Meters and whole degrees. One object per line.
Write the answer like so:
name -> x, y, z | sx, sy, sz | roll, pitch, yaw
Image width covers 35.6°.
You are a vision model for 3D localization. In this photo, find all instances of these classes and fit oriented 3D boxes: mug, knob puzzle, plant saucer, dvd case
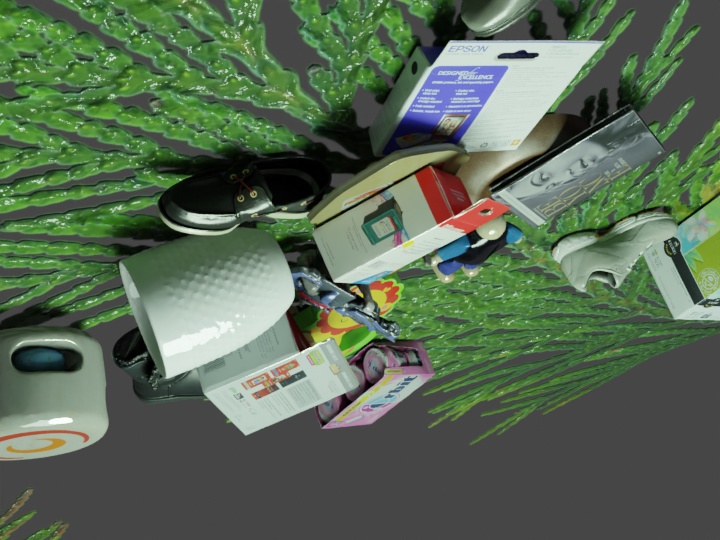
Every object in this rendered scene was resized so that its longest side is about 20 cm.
mug -> -0.181, 0.026, 1.336 | 0.174, 0.149, 0.200 | -22, -174, -17
knob puzzle -> 0.029, -0.103, 1.255 | 0.218, 0.031, 0.220 | -23, 169, -5
plant saucer -> 0.209, -0.124, 1.428 | 0.199, 0.037, 0.201 | -16, 154, -8
dvd case -> 0.274, -0.126, 1.412 | 0.199, 0.016, 0.148 | -31, 153, 20

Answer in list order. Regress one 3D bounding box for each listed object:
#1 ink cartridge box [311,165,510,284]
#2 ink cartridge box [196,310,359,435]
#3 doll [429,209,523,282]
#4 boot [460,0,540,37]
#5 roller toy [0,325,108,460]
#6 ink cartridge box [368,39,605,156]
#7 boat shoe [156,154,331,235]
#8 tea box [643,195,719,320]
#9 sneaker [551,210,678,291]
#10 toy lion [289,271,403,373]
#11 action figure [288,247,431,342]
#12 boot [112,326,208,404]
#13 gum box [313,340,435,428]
ink cartridge box -> 0.059, -0.057, 1.276 | 0.199, 0.068, 0.116 | -28, 169, 18
ink cartridge box -> -0.108, 0.121, 1.459 | 0.175, 0.084, 0.200 | -22, 155, 0
doll -> 0.150, -0.032, 1.503 | 0.136, 0.049, 0.200 | -14, 167, -15
boot -> 0.135, -0.306, 0.989 | 0.200, 0.068, 0.130 | -43, 143, 25
roller toy -> -0.406, 0.148, 1.389 | 0.181, 0.141, 0.200 | -14, 160, 11
ink cartridge box -> 0.131, -0.197, 1.210 | 0.197, 0.044, 0.200 | -6, 154, -28
boat shoe -> -0.123, -0.087, 1.210 | 0.200, 0.074, 0.063 | -10, 155, -34
tea box -> 0.609, -0.022, 1.812 | 0.199, 0.134, 0.197 | 2, 147, -39
sneaker -> 0.397, -0.022, 1.704 | 0.199, 0.092, 0.076 | -18, 156, -6
toy lion -> -0.020, 0.065, 1.616 | 0.191, 0.069, 0.200 | -31, 154, 5
action figure -> 0.000, 0.000, 1.447 | 0.193, 0.105, 0.200 | -30, 129, 31
boot -> -0.230, 0.122, 1.540 | 0.199, 0.077, 0.168 | -10, 158, -7
gum box -> 0.022, 0.188, 1.872 | 0.113, 0.066, 0.200 | 2, 147, -41
